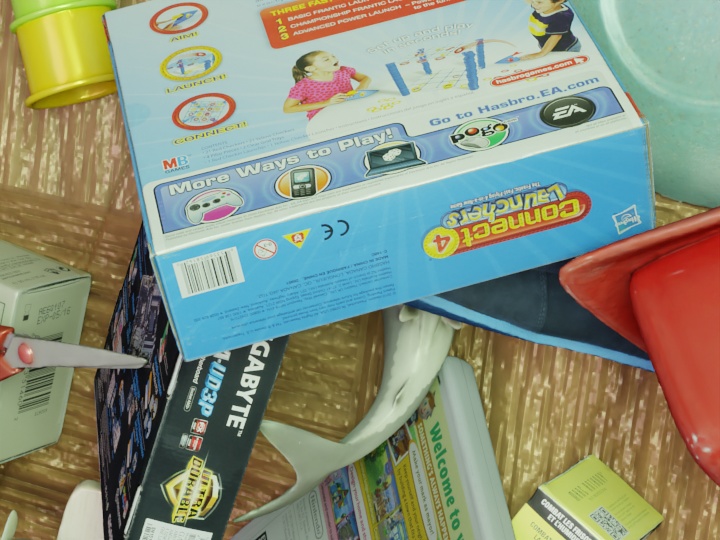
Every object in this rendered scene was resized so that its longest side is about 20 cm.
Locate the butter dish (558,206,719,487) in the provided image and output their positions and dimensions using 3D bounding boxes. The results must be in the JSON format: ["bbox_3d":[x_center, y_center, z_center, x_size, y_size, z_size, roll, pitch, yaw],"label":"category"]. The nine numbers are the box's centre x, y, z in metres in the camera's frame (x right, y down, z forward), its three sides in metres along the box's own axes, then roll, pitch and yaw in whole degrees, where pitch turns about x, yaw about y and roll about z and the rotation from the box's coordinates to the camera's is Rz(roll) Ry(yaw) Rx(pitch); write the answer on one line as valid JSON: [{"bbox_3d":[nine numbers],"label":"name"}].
[{"bbox_3d":[0.207,0.050,0.785,0.199,0.200,0.149,-19,63,27],"label":"butter dish"}]

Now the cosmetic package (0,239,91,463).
[{"bbox_3d":[-0.254,0.022,1.098,0.199,0.073,0.104,21,106,23],"label":"cosmetic package"}]

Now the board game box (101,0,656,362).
[{"bbox_3d":[0.000,-0.065,0.853,0.199,0.196,0.056,-15,127,-3],"label":"board game box"}]

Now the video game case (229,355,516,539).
[{"bbox_3d":[0.010,0.170,0.943,0.182,0.022,0.201,-43,44,34],"label":"video game case"}]

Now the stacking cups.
[{"bbox_3d":[-0.169,-0.186,1.033,0.060,0.060,0.201,-15,90,27],"label":"stacking cups"}]

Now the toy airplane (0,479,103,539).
[{"bbox_3d":[-0.171,0.231,1.047,0.198,0.141,0.201,-25,85,26],"label":"toy airplane"}]

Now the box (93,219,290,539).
[{"bbox_3d":[-0.083,0.037,0.947,0.046,0.200,0.160,13,112,-15],"label":"box"}]

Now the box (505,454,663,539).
[{"bbox_3d":[0.059,0.181,0.963,0.050,0.075,0.200,42,112,15],"label":"box"}]

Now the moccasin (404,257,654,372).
[{"bbox_3d":[0.073,-0.005,0.898,0.080,0.199,0.069,15,91,67],"label":"moccasin"}]

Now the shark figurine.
[{"bbox_3d":[0.010,0.020,0.956,0.089,0.127,0.216,142,138,-65],"label":"shark figurine"}]

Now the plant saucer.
[{"bbox_3d":[0.162,-0.125,0.888,0.200,0.039,0.202,3,98,26],"label":"plant saucer"}]

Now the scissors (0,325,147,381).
[{"bbox_3d":[-0.169,0.033,0.970,0.200,0.014,0.074,-20,91,51],"label":"scissors"}]
